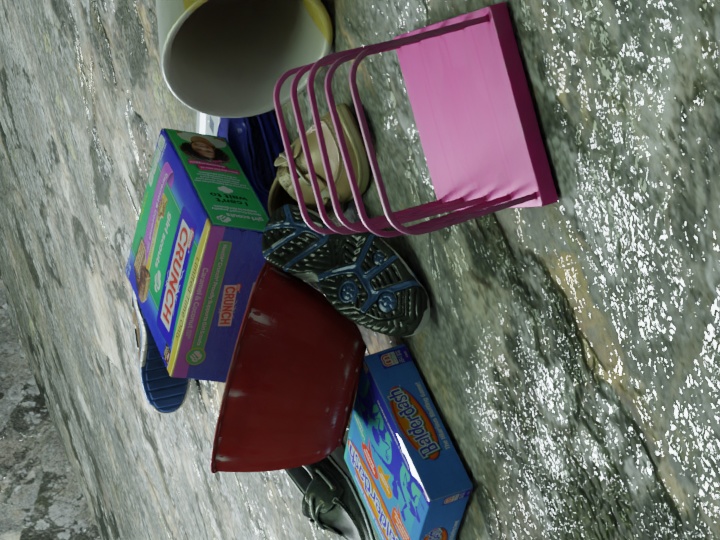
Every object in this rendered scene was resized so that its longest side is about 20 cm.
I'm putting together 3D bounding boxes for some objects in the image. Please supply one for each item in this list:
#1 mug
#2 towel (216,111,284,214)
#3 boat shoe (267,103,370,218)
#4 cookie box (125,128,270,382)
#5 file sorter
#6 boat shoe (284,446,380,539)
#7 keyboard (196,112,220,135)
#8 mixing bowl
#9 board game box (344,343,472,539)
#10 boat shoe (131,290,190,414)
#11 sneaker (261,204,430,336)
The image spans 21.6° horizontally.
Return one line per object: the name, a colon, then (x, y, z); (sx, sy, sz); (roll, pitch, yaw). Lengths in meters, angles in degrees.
mug: (-0.100, -0.248, 1.650); (0.149, 0.186, 0.153); (44, -161, -45)
towel: (-0.109, -0.097, 1.924); (0.200, 0.049, 0.148); (108, 148, -63)
boat shoe: (-0.040, -0.085, 1.678); (0.200, 0.064, 0.071); (117, 133, -67)
cookie box: (-0.157, -0.016, 1.836); (0.200, 0.075, 0.172); (-123, 44, -53)
file sorter: (0.029, -0.097, 1.344); (0.200, 0.125, 0.139); (-178, 72, -72)
boat shoe: (-0.028, 0.239, 1.942); (0.200, 0.071, 0.072); (-132, 29, -52)
keyboard: (-0.166, -0.168, 2.094); (0.056, 0.011, 0.200); (58, 158, 27)
mixing bowl: (-0.058, 0.099, 1.705); (0.200, 0.108, 0.201); (14, -90, -87)
board game box: (0.040, 0.183, 1.721); (0.200, 0.045, 0.152); (99, 150, -57)
boat shoe: (-0.276, 0.096, 2.606); (0.072, 0.072, 0.201); (-152, 56, -73)
sneaker: (0.000, 0.000, 1.651); (0.200, 0.077, 0.076); (36, 100, 43)
